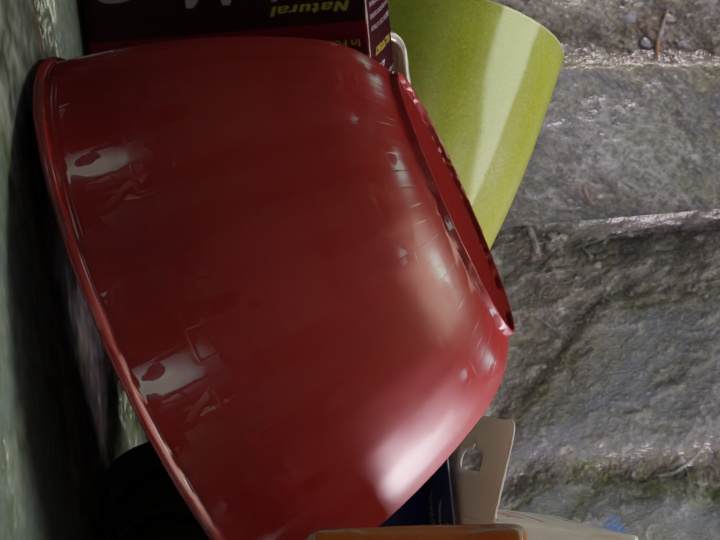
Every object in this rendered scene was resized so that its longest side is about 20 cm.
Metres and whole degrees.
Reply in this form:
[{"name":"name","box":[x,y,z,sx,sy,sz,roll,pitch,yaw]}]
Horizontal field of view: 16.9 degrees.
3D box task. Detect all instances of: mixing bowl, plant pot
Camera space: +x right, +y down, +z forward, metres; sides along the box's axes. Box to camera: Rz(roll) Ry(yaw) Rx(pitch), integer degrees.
[{"name":"mixing bowl","box":[-0.017,-0.002,0.811,0.200,0.108,0.200,-25,90,-82]},{"name":"plant pot","box":[0.019,-0.058,1.532,0.187,0.187,0.200,70,31,-75]}]

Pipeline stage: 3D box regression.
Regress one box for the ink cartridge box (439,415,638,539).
[{"name":"ink cartridge box","box":[0.066,0.165,1.054,0.116,0.067,0.200,175,-78,-77]}]

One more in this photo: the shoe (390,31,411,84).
[{"name":"shoe","box":[0.000,0.000,0.960,0.070,0.053,0.200,-7,92,-52]}]

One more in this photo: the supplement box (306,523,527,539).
[{"name":"supplement box","box":[0.013,0.131,0.783,0.200,0.066,0.069,98,-10,-75]}]

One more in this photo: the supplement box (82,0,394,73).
[{"name":"supplement box","box":[-0.051,-0.151,0.892,0.061,0.109,0.200,-62,147,-74]}]

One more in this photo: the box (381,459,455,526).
[{"name":"box","box":[0.003,0.174,1.104,0.121,0.032,0.200,-94,-162,-47]}]

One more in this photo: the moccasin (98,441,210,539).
[{"name":"moccasin","box":[-0.056,0.148,0.795,0.201,0.074,0.078,-105,176,-49]}]
